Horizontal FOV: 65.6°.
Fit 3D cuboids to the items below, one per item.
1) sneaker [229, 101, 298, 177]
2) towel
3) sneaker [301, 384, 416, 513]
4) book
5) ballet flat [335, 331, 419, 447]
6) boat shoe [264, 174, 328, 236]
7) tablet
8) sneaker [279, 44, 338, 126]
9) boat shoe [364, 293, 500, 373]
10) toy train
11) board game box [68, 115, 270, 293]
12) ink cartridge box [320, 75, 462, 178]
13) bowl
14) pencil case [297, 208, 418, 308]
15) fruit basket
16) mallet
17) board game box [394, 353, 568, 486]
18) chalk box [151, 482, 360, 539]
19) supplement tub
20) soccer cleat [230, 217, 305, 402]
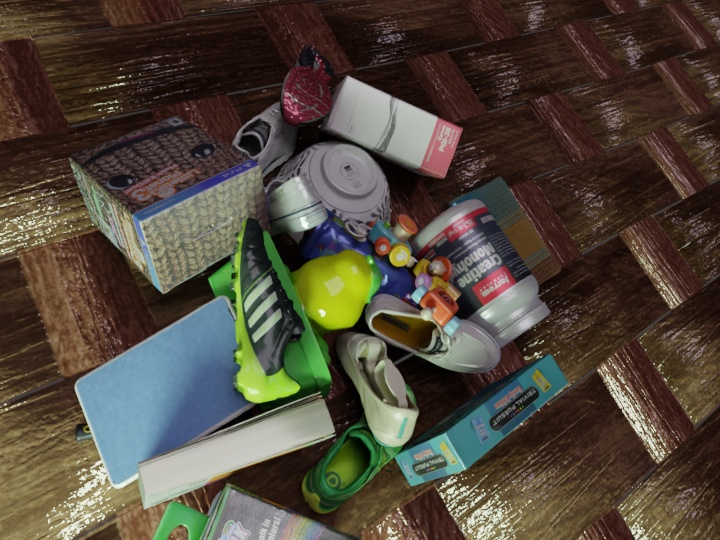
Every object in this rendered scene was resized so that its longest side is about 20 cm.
[{"bbox_3d":[-0.142,-0.205,0.849,0.075,0.081,0.203,26,51,-1],"label":"sneaker"},{"bbox_3d":[0.250,-0.056,0.973,0.144,0.022,0.203,-25,78,-29],"label":"towel"},{"bbox_3d":[0.013,0.218,0.696,0.074,0.084,0.199,45,56,6],"label":"sneaker"},{"bbox_3d":[-0.139,0.204,0.612,0.195,0.134,0.049,-14,69,-28],"label":"book"},{"bbox_3d":[0.020,0.126,0.705,0.067,0.071,0.201,-3,35,-23],"label":"ballet flat"},{"bbox_3d":[-0.100,-0.087,0.734,0.072,0.198,0.069,-26,102,-30],"label":"boat shoe"},{"bbox_3d":[-0.209,0.131,0.623,0.197,0.014,0.132,-30,74,-7],"label":"tablet"},{"bbox_3d":[-0.088,-0.272,0.866,0.080,0.074,0.202,36,33,-20],"label":"sneaker"},{"bbox_3d":[0.097,0.091,0.736,0.195,0.072,0.070,25,12,-4],"label":"boat shoe"},{"bbox_3d":[0.073,-0.011,0.729,0.200,0.056,0.149,47,17,16],"label":"toy train"},{"bbox_3d":[-0.235,-0.093,0.694,0.158,0.099,0.198,-33,49,-32],"label":"board game box"},{"bbox_3d":[0.043,-0.224,0.887,0.195,0.147,0.085,21,98,-13],"label":"ink cartridge box"},{"bbox_3d":[-0.029,-0.127,0.849,0.195,0.095,0.206,9,61,-17],"label":"bowl"},{"bbox_3d":[0.000,0.000,0.789,0.198,0.087,0.079,37,26,-14],"label":"pencil case"},{"bbox_3d":[-0.069,0.050,0.703,0.208,0.156,0.222,2,69,-6],"label":"fruit basket"},{"bbox_3d":[-0.220,0.182,0.644,0.194,0.042,0.067,-10,52,-22],"label":"mallet"},{"bbox_3d":[0.155,0.196,0.726,0.197,0.151,0.048,-27,75,-30],"label":"board game box"},{"bbox_3d":[-0.120,0.307,0.575,0.196,0.124,0.127,26,58,-7],"label":"chalk box"},{"bbox_3d":[0.175,0.012,0.834,0.138,0.141,0.203,-25,75,-30],"label":"supplement tub"},{"bbox_3d":[-0.104,0.041,0.619,0.078,0.068,0.206,-2,73,-13],"label":"soccer cleat"}]
